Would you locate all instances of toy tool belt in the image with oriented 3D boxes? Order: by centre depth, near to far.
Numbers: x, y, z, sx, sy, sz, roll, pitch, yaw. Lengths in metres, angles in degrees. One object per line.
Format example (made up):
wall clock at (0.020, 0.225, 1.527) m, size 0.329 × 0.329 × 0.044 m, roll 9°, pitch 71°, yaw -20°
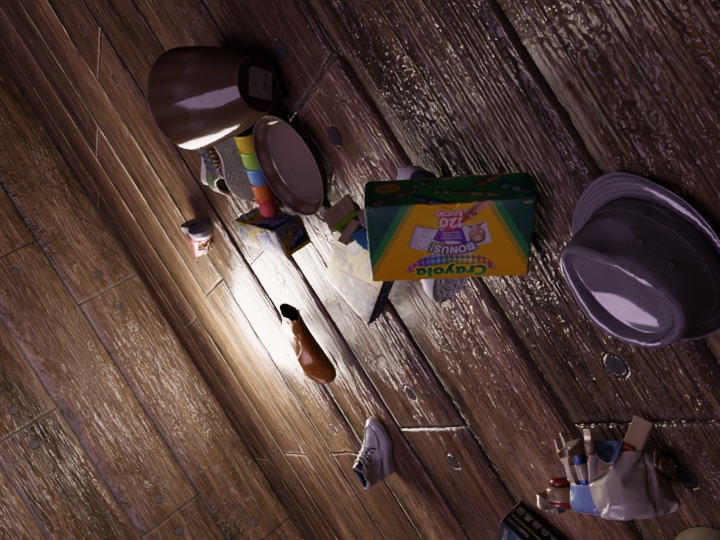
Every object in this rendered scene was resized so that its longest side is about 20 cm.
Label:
toy tool belt at (0.323, 0.263, 0.872) m, size 0.200 × 0.124 × 0.123 m, roll -29°, pitch 62°, yaw 60°

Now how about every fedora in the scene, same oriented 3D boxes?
fedora at (0.279, 0.004, 0.668) m, size 0.200 × 0.090 × 0.177 m, roll 48°, pitch 151°, yaw 19°

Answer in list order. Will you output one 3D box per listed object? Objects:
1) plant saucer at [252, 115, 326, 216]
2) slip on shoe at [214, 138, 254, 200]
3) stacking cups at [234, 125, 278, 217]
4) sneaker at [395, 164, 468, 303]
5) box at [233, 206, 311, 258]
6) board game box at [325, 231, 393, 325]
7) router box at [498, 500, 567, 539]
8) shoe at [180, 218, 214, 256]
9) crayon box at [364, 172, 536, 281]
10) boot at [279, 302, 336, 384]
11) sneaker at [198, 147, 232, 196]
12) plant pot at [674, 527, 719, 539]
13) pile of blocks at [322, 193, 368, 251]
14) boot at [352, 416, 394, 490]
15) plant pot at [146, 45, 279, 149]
plant saucer at (-0.126, -0.197, 1.190) m, size 0.200 × 0.032 × 0.201 m, roll 36°, pitch 146°, yaw 29°
slip on shoe at (-0.267, -0.240, 1.365) m, size 0.061 × 0.074 × 0.200 m, roll -100°, pitch -10°, yaw -57°
stacking cups at (-0.205, -0.196, 1.303) m, size 0.060 × 0.060 × 0.201 m, roll 31°, pitch 145°, yaw 41°
sneaker at (0.094, -0.062, 0.940) m, size 0.147 × 0.080 × 0.200 m, roll 52°, pitch 162°, yaw 36°
box at (-0.192, -0.085, 1.384) m, size 0.200 × 0.070 × 0.064 m, roll 17°, pitch 135°, yaw 53°
board game box at (0.000, 0.000, 1.193) m, size 0.136 × 0.035 × 0.200 m, roll 48°, pitch 152°, yaw 18°
router box at (0.328, 0.541, 1.187) m, size 0.150 × 0.062 × 0.200 m, roll 36°, pitch 146°, yaw 38°
shoe at (-0.444, -0.088, 1.807) m, size 0.200 × 0.071 × 0.091 m, roll 18°, pitch 135°, yaw 59°
crayon box at (0.108, -0.052, 0.796) m, size 0.058 × 0.199 × 0.119 m, roll -88°, pitch -6°, yaw -49°
boot at (-0.136, 0.175, 1.563) m, size 0.201 × 0.071 × 0.144 m, roll 39°, pitch 151°, yaw 41°
sneaker at (-0.316, -0.248, 1.433) m, size 0.090 × 0.067 × 0.200 m, roll 37°, pitch 148°, yaw 21°
plant pot at (0.441, 0.457, 0.791) m, size 0.200 × 0.173 × 0.200 m, roll 39°, pitch 148°, yaw 30°
pile of blocks at (0.017, -0.057, 1.055) m, size 0.200 × 0.082 × 0.062 m, roll 30°, pitch 172°, yaw 47°
boot at (0.024, 0.452, 1.563) m, size 0.073 × 0.095 × 0.201 m, roll 26°, pitch 140°, yaw 45°
plant pot at (-0.241, -0.316, 1.136) m, size 0.200 × 0.187 × 0.187 m, roll 3°, pitch 123°, yaw 41°
